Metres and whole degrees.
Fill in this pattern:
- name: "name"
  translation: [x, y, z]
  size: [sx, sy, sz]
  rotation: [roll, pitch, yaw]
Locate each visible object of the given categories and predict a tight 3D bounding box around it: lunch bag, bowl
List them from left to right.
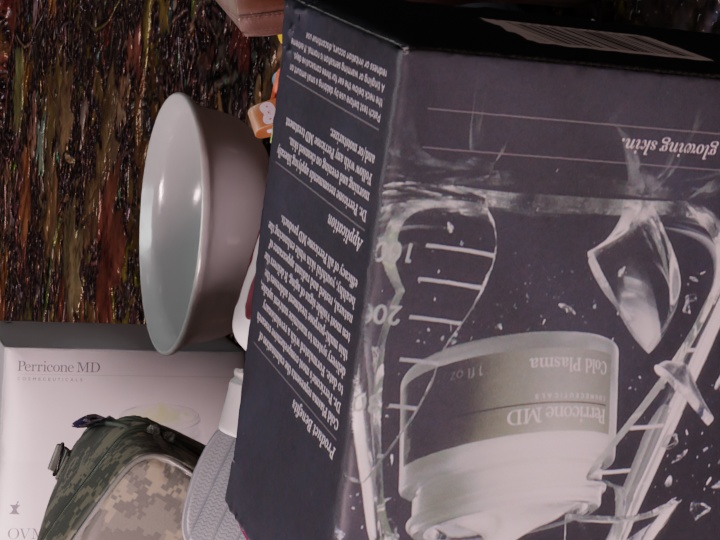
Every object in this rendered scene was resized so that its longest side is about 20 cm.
- name: "lunch bag"
  translation: [-0.118, 0.188, 1.032]
  size: [0.140, 0.200, 0.168]
  rotation: [-57, 16, -2]
- name: "bowl"
  translation: [-0.106, -0.033, 1.187]
  size: [0.201, 0.090, 0.202]
  rotation: [-177, 90, -70]

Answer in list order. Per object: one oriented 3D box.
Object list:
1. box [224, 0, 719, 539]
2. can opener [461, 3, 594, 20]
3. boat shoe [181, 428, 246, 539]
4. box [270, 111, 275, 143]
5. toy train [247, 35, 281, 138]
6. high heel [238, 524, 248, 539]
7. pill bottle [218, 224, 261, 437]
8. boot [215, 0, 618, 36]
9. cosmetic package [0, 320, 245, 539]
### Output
- name: "box"
  translation: [0.070, 0.014, 0.551]
  size: [0.124, 0.199, 0.197]
  rotation: [-137, 52, -63]
- name: "can opener"
  translation: [0.080, -0.102, 0.726]
  size: [0.079, 0.063, 0.200]
  rotation: [-46, 33, 17]
- name: "boat shoe"
  translation: [-0.039, 0.098, 0.953]
  size: [0.200, 0.073, 0.067]
  rotation: [-56, -14, -16]
- name: "box"
  translation: [0.000, -0.178, 0.892]
  size: [0.144, 0.036, 0.201]
  rotation: [-46, -32, -66]
- name: "toy train"
  translation: [-0.065, -0.173, 1.005]
  size: [0.150, 0.055, 0.201]
  rotation: [116, 140, -64]
- name: "high heel"
  translation: [-0.044, 0.156, 0.867]
  size: [0.200, 0.096, 0.068]
  rotation: [120, 150, -54]
- name: "pill bottle"
  translation: [0.000, 0.000, 0.803]
  size: [0.114, 0.114, 0.201]
  rotation: [7, 80, 69]
- name: "boot"
  translation: [0.019, -0.188, 0.697]
  size: [0.064, 0.199, 0.187]
  rotation: [89, 174, -58]
- name: "cosmetic package"
  translation: [-0.211, 0.151, 1.295]
  size: [0.123, 0.199, 0.201]
  rotation: [-161, 74, -69]
